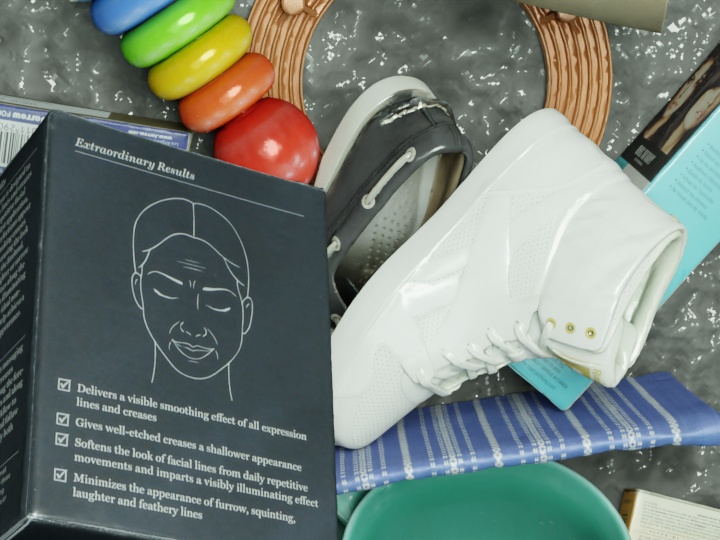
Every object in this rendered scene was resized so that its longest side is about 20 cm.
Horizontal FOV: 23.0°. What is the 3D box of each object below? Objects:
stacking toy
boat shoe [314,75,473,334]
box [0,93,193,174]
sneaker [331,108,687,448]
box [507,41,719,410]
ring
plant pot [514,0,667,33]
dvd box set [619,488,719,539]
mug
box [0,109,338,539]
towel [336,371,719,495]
[{"bbox_3d":[-0.090,-0.119,0.880,0.085,0.085,0.200,-32,104,4],"label":"stacking toy"},{"bbox_3d":[0.000,0.000,0.903,0.074,0.060,0.200,6,123,-39],"label":"boat shoe"},{"bbox_3d":[-0.162,0.013,0.934,0.121,0.032,0.201,9,103,-6],"label":"box"},{"bbox_3d":[0.068,0.031,0.853,0.116,0.074,0.200,43,98,28],"label":"sneaker"},{"bbox_3d":[0.148,-0.026,0.919,0.049,0.082,0.200,39,98,-11],"label":"box"},{"bbox_3d":[0.035,-0.097,0.927,0.200,0.019,0.201,-1,103,-3],"label":"ring"},{"bbox_3d":[0.050,-0.211,0.831,0.199,0.187,0.188,4,104,7],"label":"plant pot"},{"bbox_3d":[0.196,0.235,0.979,0.146,0.029,0.201,14,82,-6],"label":"dvd box set"},{"bbox_3d":[0.061,0.177,0.937,0.152,0.185,0.115,-14,132,-11],"label":"mug"},{"bbox_3d":[-0.100,0.051,0.815,0.148,0.201,0.107,16,146,-28],"label":"box"},{"bbox_3d":[0.080,0.086,0.911,0.199,0.145,0.024,-8,95,-1],"label":"towel"}]
